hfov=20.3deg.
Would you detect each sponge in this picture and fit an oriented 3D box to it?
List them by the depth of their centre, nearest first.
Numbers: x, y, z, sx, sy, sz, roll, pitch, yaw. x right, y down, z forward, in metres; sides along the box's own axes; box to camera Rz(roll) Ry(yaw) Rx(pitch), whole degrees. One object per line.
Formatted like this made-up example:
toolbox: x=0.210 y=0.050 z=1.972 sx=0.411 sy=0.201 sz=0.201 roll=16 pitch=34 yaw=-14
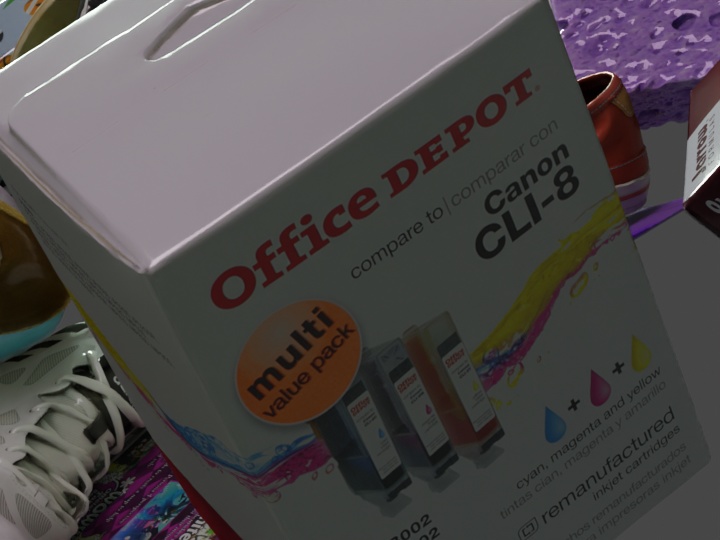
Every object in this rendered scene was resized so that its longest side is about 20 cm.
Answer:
sponge: x=0.137 y=-0.151 z=0.923 sx=0.111 sy=0.030 sz=0.201 roll=-13 pitch=51 yaw=8

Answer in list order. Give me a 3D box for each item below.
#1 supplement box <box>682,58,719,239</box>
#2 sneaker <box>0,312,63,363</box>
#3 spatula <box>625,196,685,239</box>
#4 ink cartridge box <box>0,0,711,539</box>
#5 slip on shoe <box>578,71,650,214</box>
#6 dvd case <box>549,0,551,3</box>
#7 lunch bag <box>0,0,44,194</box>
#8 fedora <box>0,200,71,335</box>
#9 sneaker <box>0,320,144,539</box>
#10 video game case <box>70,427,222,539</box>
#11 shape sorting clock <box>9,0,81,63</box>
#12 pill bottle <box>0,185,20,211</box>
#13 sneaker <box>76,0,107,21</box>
supplement box: x=0.201 y=-0.098 z=0.722 sx=0.200 sy=0.061 sz=0.109 roll=-51 pitch=10 yaw=29
sneaker: x=-0.232 y=0.074 z=0.946 sx=0.199 sy=0.080 sz=0.131 roll=-26 pitch=-25 yaw=-41
spatula: x=0.068 y=0.026 z=0.785 sx=0.200 sy=0.021 sz=0.056 roll=-47 pitch=15 yaw=-30
ink cartridge box: x=-0.005 y=0.004 z=0.648 sx=0.145 sy=0.201 sz=0.145 roll=-36 pitch=37 yaw=-13
slip on shoe: x=0.021 y=-0.049 z=0.834 sx=0.199 sy=0.062 sz=0.074 roll=-6 pitch=18 yaw=-3
dvd case: x=0.113 y=-0.136 z=0.967 sx=0.199 sy=0.018 sz=0.143 roll=-35 pitch=64 yaw=-9
lunch bag: x=-0.154 y=-0.097 z=1.180 sx=0.199 sy=0.161 sz=0.076 roll=-29 pitch=42 yaw=5
fedora: x=-0.213 y=0.009 z=0.801 sx=0.200 sy=0.200 sz=0.082 roll=-9 pitch=60 yaw=44
sneaker: x=-0.123 y=0.064 z=0.782 sx=0.115 sy=0.076 sz=0.200 roll=-37 pitch=19 yaw=-7
video game case: x=-0.086 y=0.097 z=0.816 sx=0.200 sy=0.036 sz=0.181 roll=-44 pitch=25 yaw=-29
shape sorting clock: x=-0.098 y=-0.114 z=1.107 sx=0.199 sy=0.200 sz=0.039 roll=-31 pitch=53 yaw=1
pill bottle: x=-0.272 y=0.036 z=1.084 sx=0.119 sy=0.120 sz=0.200 roll=-5 pitch=33 yaw=48
sneaker: x=-0.113 y=-0.052 z=0.992 sx=0.074 sy=0.202 sz=0.079 roll=-3 pitch=-7 yaw=-34
